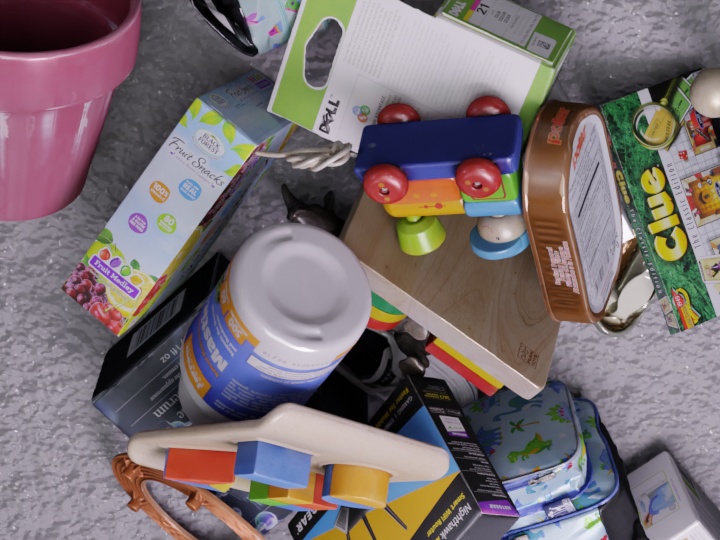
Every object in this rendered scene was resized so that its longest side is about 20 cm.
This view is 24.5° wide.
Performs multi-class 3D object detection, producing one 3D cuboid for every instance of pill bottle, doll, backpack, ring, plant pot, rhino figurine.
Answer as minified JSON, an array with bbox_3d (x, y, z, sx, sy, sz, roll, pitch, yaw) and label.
[{"bbox_3d":[-0.076,0.057,1.289,0.112,0.112,0.200,25,144,-10],"label":"pill bottle"},{"bbox_3d":[0.326,-0.099,1.364,0.048,0.137,0.200,-23,135,30],"label":"doll"},{"bbox_3d":[0.130,0.197,1.453,0.199,0.183,0.147,-24,114,9],"label":"backpack"},{"bbox_3d":[-0.145,0.233,1.488,0.200,0.200,0.019,45,65,-16],"label":"ring"},{"bbox_3d":[-0.280,-0.148,1.327,0.199,0.200,0.179,8,128,-3],"label":"plant pot"},{"bbox_3d":[0.000,0.000,1.425,0.200,0.087,0.060,46,113,-1],"label":"rhino figurine"},{"bbox_3d":[-0.086,-0.268,1.286,0.126,0.167,0.200,-22,117,4],"label":"backpack"}]

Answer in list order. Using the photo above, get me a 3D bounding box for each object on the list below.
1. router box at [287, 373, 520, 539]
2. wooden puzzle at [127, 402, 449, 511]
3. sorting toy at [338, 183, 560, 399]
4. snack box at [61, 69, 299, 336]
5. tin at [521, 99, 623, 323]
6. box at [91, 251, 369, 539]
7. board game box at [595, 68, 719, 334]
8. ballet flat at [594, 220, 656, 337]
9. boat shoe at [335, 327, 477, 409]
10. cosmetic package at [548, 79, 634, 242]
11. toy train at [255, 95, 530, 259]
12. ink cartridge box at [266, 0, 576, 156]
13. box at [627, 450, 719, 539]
[{"bbox_3d":[0.031,0.208,1.384,0.051,0.149,0.200,10,128,-39],"label":"router box"},{"bbox_3d":[-0.059,0.158,1.313,0.185,0.046,0.200,21,154,-38],"label":"wooden puzzle"},{"bbox_3d":[0.071,-0.003,1.375,0.199,0.200,0.070,35,130,-11],"label":"sorting toy"},{"bbox_3d":[-0.140,-0.060,1.359,0.068,0.169,0.200,39,108,0],"label":"snack box"},{"bbox_3d":[0.168,-0.044,1.287,0.042,0.112,0.200,3,139,22],"label":"tin"},{"bbox_3d":[-0.111,0.114,1.467,0.148,0.107,0.200,-41,107,15],"label":"box"},{"bbox_3d":[0.271,-0.058,1.382,0.105,0.023,0.201,-21,93,-16],"label":"board game box"},{"bbox_3d":[0.259,-0.028,1.427,0.067,0.064,0.200,25,110,-10],"label":"ballet flat"},{"bbox_3d":[0.018,0.084,1.475,0.200,0.065,0.074,28,109,-11],"label":"boat shoe"},{"bbox_3d":[0.161,-0.113,1.383,0.051,0.083,0.200,-27,110,12],"label":"cosmetic package"},{"bbox_3d":[0.031,-0.059,1.266,0.199,0.085,0.116,-3,135,17],"label":"toy train"},{"bbox_3d":[0.046,-0.155,1.297,0.200,0.076,0.148,26,127,5],"label":"ink cartridge box"},{"bbox_3d":[0.240,0.280,1.524,0.200,0.101,0.113,-35,121,14],"label":"box"}]
